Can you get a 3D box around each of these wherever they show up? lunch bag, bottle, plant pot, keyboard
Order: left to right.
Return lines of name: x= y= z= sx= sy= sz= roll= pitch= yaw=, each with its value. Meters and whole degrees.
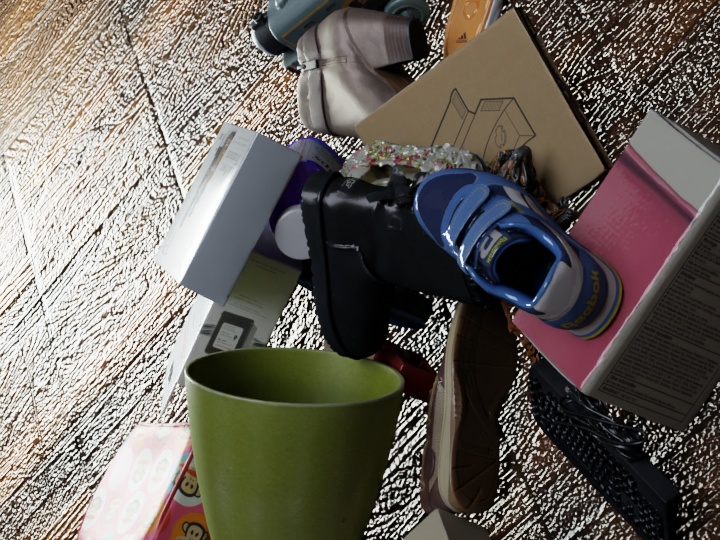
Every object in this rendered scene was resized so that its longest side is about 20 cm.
lunch bag: x=-0.199 y=0.236 z=1.866 sx=0.200 sy=0.082 sz=0.177 roll=-6 pitch=55 yaw=62
plant pot: x=-0.060 y=0.185 z=1.658 sx=0.187 sy=0.186 sz=0.201 roll=18 pitch=109 yaw=51
bottle: x=-0.048 y=-0.063 z=1.798 sx=0.065 sy=0.084 sz=0.200 roll=-35 pitch=13 yaw=13
keyboard: x=0.176 y=0.139 z=1.511 sx=0.200 sy=0.039 sz=0.105 roll=46 pitch=148 yaw=48

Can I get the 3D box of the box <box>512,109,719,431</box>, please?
box: x=0.233 y=0.002 z=1.479 sx=0.201 sy=0.127 sz=0.109 roll=-57 pitch=40 yaw=13

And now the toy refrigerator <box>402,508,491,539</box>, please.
toy refrigerator: x=0.032 y=0.296 z=1.624 sx=0.200 sy=0.070 sz=0.076 roll=-46 pitch=40 yaw=22

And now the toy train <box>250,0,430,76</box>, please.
toy train: x=-0.016 y=-0.261 z=1.895 sx=0.200 sy=0.114 sz=0.086 roll=-32 pitch=46 yaw=35

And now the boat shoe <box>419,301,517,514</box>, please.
boat shoe: x=0.082 y=0.111 z=1.650 sx=0.072 sy=0.072 sz=0.201 roll=-21 pitch=57 yaw=50

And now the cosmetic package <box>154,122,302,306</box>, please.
cosmetic package: x=-0.125 y=-0.055 z=1.783 sx=0.151 sy=0.051 sz=0.200 roll=-65 pitch=14 yaw=0

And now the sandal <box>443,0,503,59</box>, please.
sandal: x=0.106 y=-0.291 z=1.814 sx=0.079 sy=0.059 sz=0.208 roll=2 pitch=75 yaw=49

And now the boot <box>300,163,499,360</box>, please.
boot: x=0.041 y=0.002 z=1.619 sx=0.162 sy=0.199 sz=0.073 roll=9 pitch=39 yaw=29

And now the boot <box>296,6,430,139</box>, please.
boot: x=0.005 y=-0.149 z=1.832 sx=0.146 sy=0.070 sz=0.201 roll=-8 pitch=83 yaw=41

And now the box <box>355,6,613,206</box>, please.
box: x=0.106 y=-0.107 z=1.698 sx=0.200 sy=0.021 sz=0.164 roll=-34 pitch=82 yaw=34

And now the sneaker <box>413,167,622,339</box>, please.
sneaker: x=0.105 y=-0.024 z=1.452 sx=0.200 sy=0.082 sz=0.074 roll=35 pitch=104 yaw=38

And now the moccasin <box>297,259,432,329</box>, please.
moccasin: x=0.000 y=0.000 z=1.788 sx=0.200 sy=0.080 sz=0.068 roll=21 pitch=82 yaw=51

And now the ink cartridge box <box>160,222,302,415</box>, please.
ink cartridge box: x=-0.123 y=0.045 z=1.872 sx=0.116 sy=0.066 sz=0.201 roll=-93 pitch=26 yaw=-63

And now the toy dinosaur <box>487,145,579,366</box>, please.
toy dinosaur: x=0.152 y=-0.004 z=1.624 sx=0.136 sy=0.102 sz=0.201 roll=-17 pitch=98 yaw=60

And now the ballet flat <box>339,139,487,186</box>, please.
ballet flat: x=0.029 y=-0.074 z=1.686 sx=0.200 sy=0.064 sz=0.076 roll=-6 pitch=108 yaw=54

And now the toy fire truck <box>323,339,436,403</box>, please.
toy fire truck: x=-0.025 y=0.111 z=1.788 sx=0.200 sy=0.049 sz=0.142 roll=32 pitch=98 yaw=51
